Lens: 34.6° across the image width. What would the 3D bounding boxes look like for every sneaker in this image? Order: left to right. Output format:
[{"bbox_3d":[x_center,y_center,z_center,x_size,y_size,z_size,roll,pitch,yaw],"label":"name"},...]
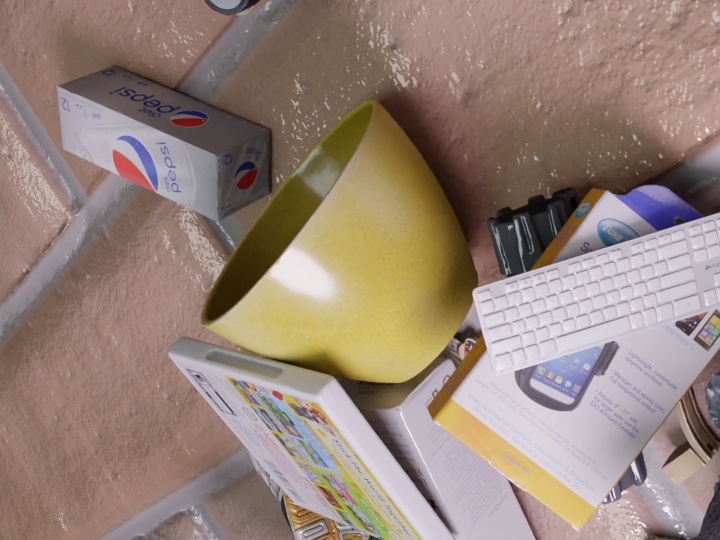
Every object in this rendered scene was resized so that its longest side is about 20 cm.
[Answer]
[{"bbox_3d":[-0.052,0.182,1.044,0.201,0.075,0.088,67,155,20],"label":"sneaker"}]

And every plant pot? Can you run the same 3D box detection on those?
[{"bbox_3d":[0.000,0.000,0.836,0.142,0.201,0.200,38,139,-13],"label":"plant pot"}]

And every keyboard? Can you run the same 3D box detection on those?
[{"bbox_3d":[0.168,0.008,0.694,0.011,0.198,0.057,-117,10,-83],"label":"keyboard"}]

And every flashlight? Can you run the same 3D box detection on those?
[{"bbox_3d":[0.134,0.053,0.770,0.068,0.068,0.202,-11,104,36],"label":"flashlight"}]

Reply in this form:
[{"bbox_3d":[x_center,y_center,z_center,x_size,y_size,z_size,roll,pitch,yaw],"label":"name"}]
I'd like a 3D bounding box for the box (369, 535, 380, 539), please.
[{"bbox_3d":[-0.006,0.321,0.996,0.175,0.199,0.098,17,123,36],"label":"box"}]

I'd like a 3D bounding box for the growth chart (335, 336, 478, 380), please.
[{"bbox_3d":[0.039,0.093,0.958,0.199,0.018,0.146,19,125,36],"label":"growth chart"}]

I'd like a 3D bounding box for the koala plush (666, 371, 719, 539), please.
[{"bbox_3d":[0.245,0.173,0.662,0.176,0.199,0.185,26,119,29],"label":"koala plush"}]

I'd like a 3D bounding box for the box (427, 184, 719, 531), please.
[{"bbox_3d":[0.148,0.046,0.722,0.119,0.201,0.041,37,-179,-7],"label":"box"}]

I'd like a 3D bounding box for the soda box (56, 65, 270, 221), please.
[{"bbox_3d":[-0.172,-0.113,0.997,0.199,0.068,0.064,25,128,30],"label":"soda box"}]

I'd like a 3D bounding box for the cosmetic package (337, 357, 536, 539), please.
[{"bbox_3d":[0.056,0.168,0.919,0.101,0.074,0.201,-4,118,49],"label":"cosmetic package"}]

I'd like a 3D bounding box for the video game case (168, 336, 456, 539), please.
[{"bbox_3d":[-0.036,0.134,0.870,0.181,0.023,0.201,10,142,47],"label":"video game case"}]

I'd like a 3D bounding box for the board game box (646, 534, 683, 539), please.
[{"bbox_3d":[0.279,0.293,0.844,0.119,0.032,0.202,-4,110,39],"label":"board game box"}]

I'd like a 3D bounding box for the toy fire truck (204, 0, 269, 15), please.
[{"bbox_3d":[-0.113,-0.305,0.814,0.199,0.129,0.177,31,131,13],"label":"toy fire truck"}]

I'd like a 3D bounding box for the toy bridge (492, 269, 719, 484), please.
[{"bbox_3d":[0.175,0.051,0.801,0.200,0.027,0.067,50,134,9],"label":"toy bridge"}]
